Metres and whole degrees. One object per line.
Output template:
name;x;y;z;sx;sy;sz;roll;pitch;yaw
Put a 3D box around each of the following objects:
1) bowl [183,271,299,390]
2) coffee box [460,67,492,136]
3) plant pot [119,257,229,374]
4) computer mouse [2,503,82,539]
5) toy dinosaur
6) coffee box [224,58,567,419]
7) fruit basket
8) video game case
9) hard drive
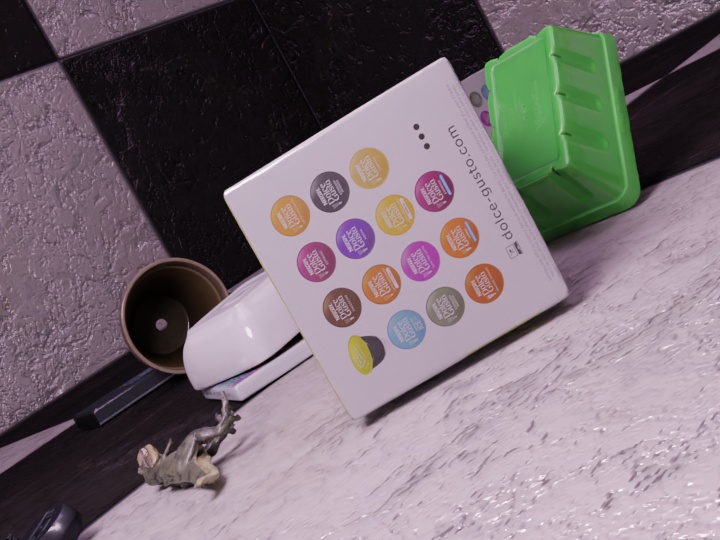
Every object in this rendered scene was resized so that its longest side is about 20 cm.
bowl;-0.139;0.061;1.228;0.199;0.075;0.200;-27;13;47
coffee box;0.190;-0.237;1.759;0.197;0.202;0.199;-33;6;-34
plant pot;-0.347;0.090;1.700;0.199;0.202;0.173;-32;5;-25
computer mouse;-0.324;0.275;0.914;0.199;0.034;0.059;-32;22;41
toy dinosaur;-0.146;0.165;0.857;0.088;0.048;0.199;-49;14;-25
coffee box;0.027;-0.031;0.789;0.196;0.202;0.200;-30;6;3
fruit basket;0.228;-0.134;1.008;0.154;0.218;0.215;-24;8;43
video game case;-0.101;0.107;1.216;0.198;0.024;0.182;-32;7;-23
hard drive;-0.435;0.229;1.769;0.199;0.033;0.139;-34;7;-34
